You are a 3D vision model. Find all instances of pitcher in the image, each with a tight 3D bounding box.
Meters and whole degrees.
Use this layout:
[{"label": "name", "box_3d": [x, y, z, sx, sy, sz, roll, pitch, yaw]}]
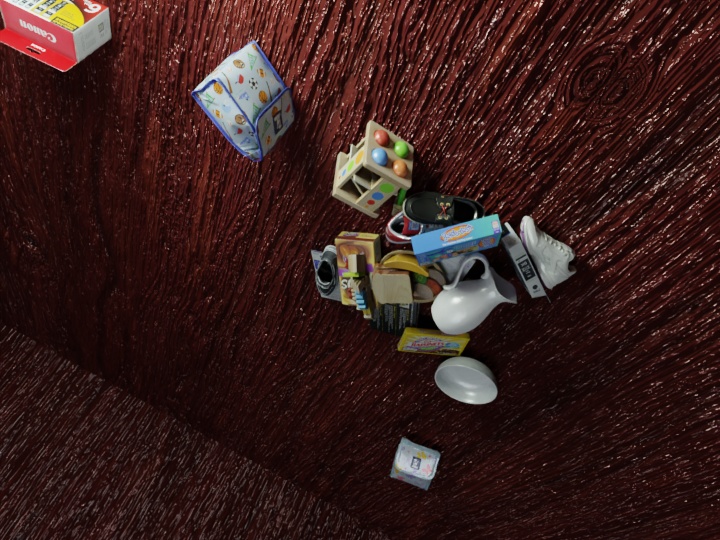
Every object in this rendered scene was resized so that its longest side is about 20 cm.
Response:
[{"label": "pitcher", "box_3d": [0.263, 0.059, 1.447, 0.198, 0.122, 0.172, -32, 107, 27]}]

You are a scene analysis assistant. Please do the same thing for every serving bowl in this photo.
[{"label": "serving bowl", "box_3d": [0.332, 0.330, 1.803, 0.196, 0.067, 0.202, 15, 141, 12]}]

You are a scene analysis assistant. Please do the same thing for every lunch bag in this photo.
[{"label": "lunch bag", "box_3d": [0.214, 0.754, 2.284, 0.166, 0.128, 0.203, 19, 133, 6]}, {"label": "lunch bag", "box_3d": [-0.242, -0.371, 1.294, 0.122, 0.171, 0.201, -8, 129, 41]}]

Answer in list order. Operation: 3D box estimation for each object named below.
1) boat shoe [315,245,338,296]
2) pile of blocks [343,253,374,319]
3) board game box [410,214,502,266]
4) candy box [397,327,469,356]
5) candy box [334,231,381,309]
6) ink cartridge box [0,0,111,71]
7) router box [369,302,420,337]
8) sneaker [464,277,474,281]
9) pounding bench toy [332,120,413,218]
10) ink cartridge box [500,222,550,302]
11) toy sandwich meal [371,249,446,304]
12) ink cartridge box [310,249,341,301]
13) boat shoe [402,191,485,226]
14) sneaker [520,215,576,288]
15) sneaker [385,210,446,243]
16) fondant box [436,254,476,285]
[{"label": "boat shoe", "box_3d": [-0.097, 0.018, 1.655, 0.070, 0.068, 0.202, 23, 141, 4]}, {"label": "pile of blocks", "box_3d": [-0.014, 0.047, 1.546, 0.061, 0.082, 0.204, -2, 115, 24]}, {"label": "board game box", "box_3d": [0.220, -0.066, 1.333, 0.195, 0.046, 0.152, -14, 169, 7]}, {"label": "candy box", "box_3d": [0.216, 0.212, 1.723, 0.195, 0.027, 0.103, 6, 139, -9]}, {"label": "candy box", "box_3d": [0.000, 0.000, 1.599, 0.114, 0.057, 0.204, 6, 119, 24]}, {"label": "ink cartridge box", "box_3d": [-0.713, -0.571, 1.336, 0.197, 0.177, 0.085, 24, 141, 2]}, {"label": "router box", "box_3d": [0.100, 0.109, 1.706, 0.146, 0.052, 0.203, 15, 137, 15]}, {"label": "sneaker", "box_3d": [0.289, 0.096, 1.588, 0.076, 0.073, 0.203, 26, 134, 18]}, {"label": "pounding bench toy", "box_3d": [0.063, -0.215, 1.319, 0.197, 0.127, 0.155, 25, 143, -26]}, {"label": "ink cartridge box", "box_3d": [0.386, -0.010, 1.382, 0.039, 0.100, 0.201, -30, 119, 10]}, {"label": "toy sandwich meal", "box_3d": [0.122, 0.029, 1.502, 0.201, 0.071, 0.208, 15, 138, 13]}, {"label": "ink cartridge box", "box_3d": [-0.085, 0.011, 1.721, 0.093, 0.037, 0.202, 12, 140, 19]}, {"label": "boat shoe", "box_3d": [0.191, -0.138, 1.313, 0.197, 0.076, 0.063, 4, -178, -23]}, {"label": "sneaker", "box_3d": [0.435, -0.054, 1.347, 0.098, 0.076, 0.201, -24, 120, 21]}, {"label": "sneaker", "box_3d": [0.154, -0.105, 1.365, 0.195, 0.073, 0.112, -10, 173, 4]}, {"label": "fondant box", "box_3d": [0.201, -0.016, 1.513, 0.142, 0.059, 0.201, 27, 139, 0]}]
